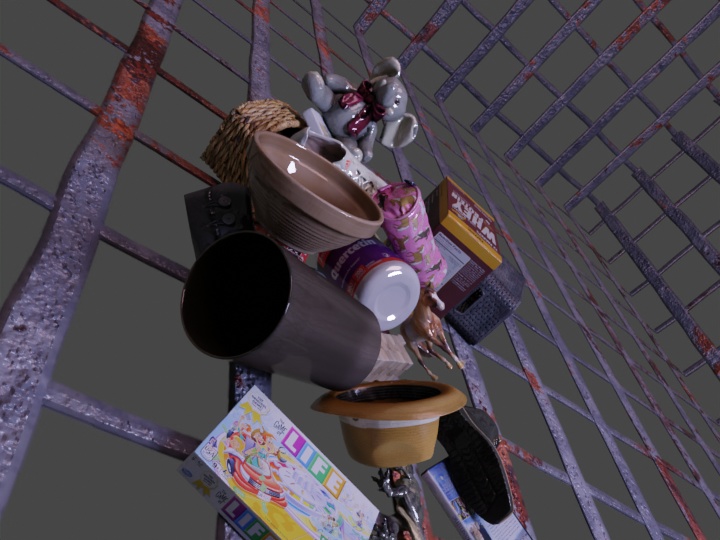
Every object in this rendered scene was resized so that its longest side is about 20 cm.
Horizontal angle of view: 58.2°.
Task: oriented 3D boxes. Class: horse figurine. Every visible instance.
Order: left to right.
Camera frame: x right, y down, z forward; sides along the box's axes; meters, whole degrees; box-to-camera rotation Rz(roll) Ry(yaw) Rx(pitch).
[{"bbox_3d":[0.108,0.107,1.042,0.133,0.050,0.200,53,-17,7],"label":"horse figurine"}]

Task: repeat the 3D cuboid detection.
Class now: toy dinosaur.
[{"bbox_3d":[0.048,0.287,0.765,0.088,0.047,0.202,35,29,-37],"label":"toy dinosaur"}]

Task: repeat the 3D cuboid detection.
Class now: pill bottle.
[{"bbox_3d":[0.000,0.000,1.013,0.112,0.113,0.200,23,13,-39],"label":"pill bottle"}]

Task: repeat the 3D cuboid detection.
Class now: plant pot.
[{"bbox_3d":[-0.074,-0.087,0.846,0.199,0.093,0.201,32,18,-11],"label":"plant pot"}]

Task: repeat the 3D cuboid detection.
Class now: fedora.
[{"bbox_3d":[0.035,0.187,0.789,0.200,0.198,0.083,-5,90,-60],"label":"fedora"}]

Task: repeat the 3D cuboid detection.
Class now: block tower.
[{"bbox_3d":[-0.003,0.122,0.924,0.199,0.054,0.058,12,41,-50],"label":"block tower"}]

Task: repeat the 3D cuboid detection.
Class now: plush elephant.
[{"bbox_3d":[0.017,-0.280,1.108,0.167,0.153,0.200,63,13,-2],"label":"plush elephant"}]

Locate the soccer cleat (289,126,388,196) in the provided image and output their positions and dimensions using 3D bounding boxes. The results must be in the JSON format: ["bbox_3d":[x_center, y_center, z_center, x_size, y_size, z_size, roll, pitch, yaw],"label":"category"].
[{"bbox_3d":[-0.023,-0.149,0.990,0.198,0.077,0.070,27,60,-22],"label":"soccer cleat"}]

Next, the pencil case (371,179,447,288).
[{"bbox_3d":[0.080,-0.051,1.023,0.087,0.082,0.201,-65,147,-28],"label":"pencil case"}]

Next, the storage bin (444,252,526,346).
[{"bbox_3d":[0.262,0.054,1.350,0.094,0.135,0.200,45,24,1],"label":"storage bin"}]

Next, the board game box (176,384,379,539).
[{"bbox_3d":[-0.077,0.228,0.665,0.200,0.034,0.135,45,24,-1],"label":"board game box"}]

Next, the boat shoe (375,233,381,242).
[{"bbox_3d":[0.020,-0.032,1.190,0.076,0.071,0.202,41,22,-38],"label":"boat shoe"}]

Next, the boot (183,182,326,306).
[{"bbox_3d":[-0.144,-0.037,0.869,0.162,0.066,0.201,-5,45,-20],"label":"boot"}]

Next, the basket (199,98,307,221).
[{"bbox_3d":[-0.135,-0.186,1.082,0.149,0.143,0.199,49,25,12],"label":"basket"}]

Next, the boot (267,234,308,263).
[{"bbox_3d":[-0.091,-0.043,0.931,0.072,0.144,0.201,36,27,-19],"label":"boot"}]

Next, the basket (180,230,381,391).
[{"bbox_3d":[-0.077,0.059,0.741,0.179,0.138,0.199,15,-12,42],"label":"basket"}]

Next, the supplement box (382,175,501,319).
[{"bbox_3d":[0.144,-0.034,1.221,0.132,0.200,0.198,39,25,-13],"label":"supplement box"}]

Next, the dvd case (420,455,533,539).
[{"bbox_3d":[0.176,0.349,0.901,0.201,0.018,0.142,54,25,20],"label":"dvd case"}]

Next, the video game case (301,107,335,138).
[{"bbox_3d":[-0.027,-0.172,1.128,0.203,0.023,0.182,66,12,4],"label":"video game case"}]

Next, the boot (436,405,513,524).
[{"bbox_3d":[0.185,0.267,0.940,0.138,0.077,0.202,26,30,-46],"label":"boot"}]
